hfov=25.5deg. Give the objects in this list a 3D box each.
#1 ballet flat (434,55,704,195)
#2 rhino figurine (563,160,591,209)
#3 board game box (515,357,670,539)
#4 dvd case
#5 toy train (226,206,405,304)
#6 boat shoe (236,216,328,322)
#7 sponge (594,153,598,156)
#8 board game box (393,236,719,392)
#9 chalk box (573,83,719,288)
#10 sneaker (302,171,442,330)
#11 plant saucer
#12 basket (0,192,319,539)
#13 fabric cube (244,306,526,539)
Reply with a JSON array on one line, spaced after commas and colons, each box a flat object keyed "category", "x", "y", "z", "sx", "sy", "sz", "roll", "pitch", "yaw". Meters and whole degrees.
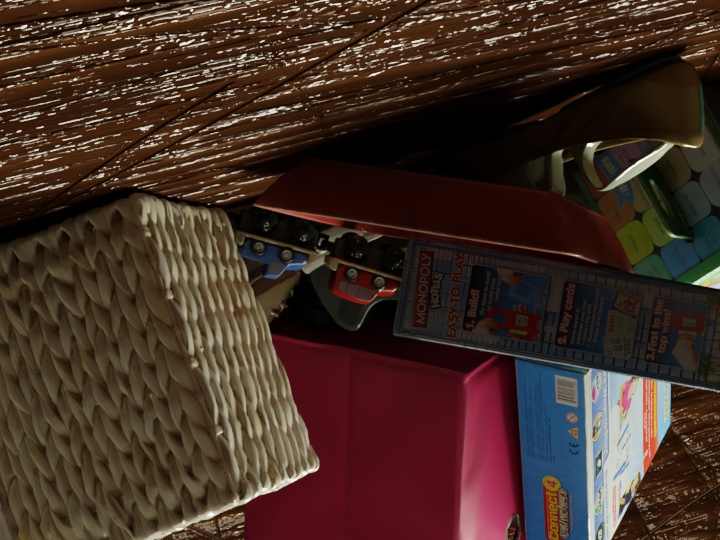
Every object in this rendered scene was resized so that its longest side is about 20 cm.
[{"category": "ballet flat", "x": 0.130, "y": -0.076, "z": 1.014, "sx": 0.199, "sy": 0.064, "sz": 0.068, "roll": -20, "pitch": 174, "yaw": 41}, {"category": "rhino figurine", "x": 0.118, "y": -0.052, "z": 1.288, "sx": 0.198, "sy": 0.061, "sz": 0.087, "roll": -10, "pitch": -175, "yaw": 36}, {"category": "board game box", "x": 0.187, "y": 0.096, "z": 1.243, "sx": 0.055, "sy": 0.202, "sz": 0.196, "roll": 11, "pitch": -143, "yaw": 25}, {"category": "dvd case", "x": -0.003, "y": 0.004, "z": 1.287, "sx": 0.141, "sy": 0.018, "sz": 0.200, "roll": -10, "pitch": -164, "yaw": -18}, {"category": "toy train", "x": 0.000, "y": 0.000, "z": 1.082, "sx": 0.198, "sy": 0.046, "sz": 0.034, "roll": 17, "pitch": -177, "yaw": -13}, {"category": "boat shoe", "x": -0.085, "y": 0.007, "z": 1.188, "sx": 0.198, "sy": 0.073, "sz": 0.076, "roll": -14, "pitch": 175, "yaw": -23}, {"category": "sponge", "x": 0.230, "y": -0.090, "z": 1.415, "sx": 0.111, "sy": 0.030, "sz": 0.199, "roll": -12, "pitch": 173, "yaw": -46}, {"category": "board game box", "x": 0.103, "y": 0.022, "z": 0.991, "sx": 0.197, "sy": 0.063, "sz": 0.200, "roll": 10, "pitch": 180, "yaw": -16}, {"category": "chalk box", "x": 0.253, "y": -0.056, "z": 1.176, "sx": 0.199, "sy": 0.126, "sz": 0.124, "roll": -11, "pitch": 159, "yaw": -48}, {"category": "sneaker", "x": 0.052, "y": -0.022, "z": 1.142, "sx": 0.198, "sy": 0.085, "sz": 0.074, "roll": -23, "pitch": -176, "yaw": 17}, {"category": "plant saucer", "x": 0.060, "y": -0.034, "z": 0.987, "sx": 0.197, "sy": 0.037, "sz": 0.199, "roll": 9, "pitch": 180, "yaw": 19}, {"category": "basket", "x": -0.146, "y": 0.068, "z": 0.969, "sx": 0.159, "sy": 0.202, "sz": 0.198, "roll": -23, "pitch": 175, "yaw": 11}, {"category": "fabric cube", "x": 0.037, "y": 0.133, "z": 1.253, "sx": 0.198, "sy": 0.202, "sz": 0.196, "roll": 10, "pitch": -163, "yaw": 29}]
